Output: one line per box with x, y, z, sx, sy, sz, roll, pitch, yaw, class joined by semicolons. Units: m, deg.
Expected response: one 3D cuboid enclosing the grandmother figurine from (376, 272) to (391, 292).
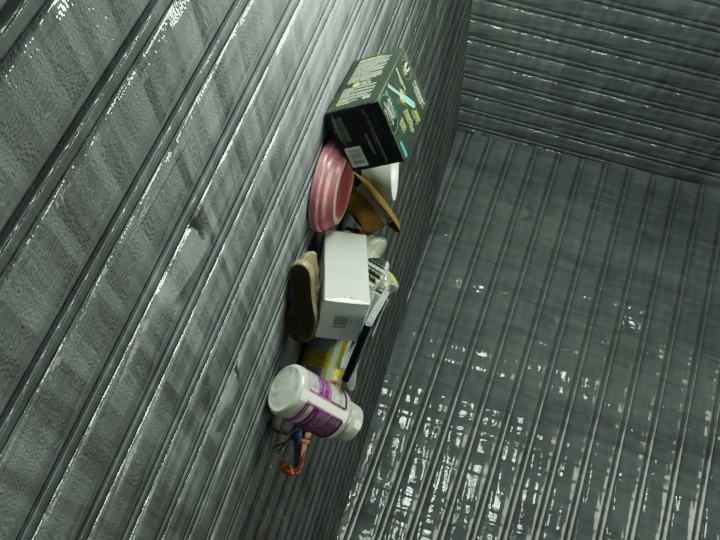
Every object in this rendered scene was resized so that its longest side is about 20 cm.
0.008;0.071;1.890;0.200;0.060;0.121;-48;-177;35;grandmother figurine

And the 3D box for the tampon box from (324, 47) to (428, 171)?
0.037;-0.330;1.560;0.151;0.125;0.201;61;36;-35;tampon box

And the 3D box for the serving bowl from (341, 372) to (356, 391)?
-0.062;0.219;2.003;0.200;0.065;0.203;-7;90;-80;serving bowl

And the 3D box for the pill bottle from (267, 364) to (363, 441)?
-0.089;0.286;1.601;0.199;0.112;0.113;36;61;-34;pill bottle

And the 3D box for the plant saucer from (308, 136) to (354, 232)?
-0.056;-0.177;1.603;0.200;0.050;0.203;14;90;-81;plant saucer

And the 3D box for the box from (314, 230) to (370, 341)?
-0.042;0.031;1.628;0.125;0.096;0.202;107;-15;-46;box

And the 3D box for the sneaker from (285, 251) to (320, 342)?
-0.107;0.055;1.564;0.076;0.070;0.202;-53;155;-53;sneaker

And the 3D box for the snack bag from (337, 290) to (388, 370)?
0.007;0.147;1.782;0.202;0.021;0.189;-66;167;-3;snack bag

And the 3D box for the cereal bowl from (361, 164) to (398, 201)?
0.048;-0.277;1.914;0.200;0.082;0.203;2;90;-81;cereal bowl

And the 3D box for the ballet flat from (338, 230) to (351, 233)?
-0.068;-0.004;1.769;0.072;0.071;0.202;-32;141;-76;ballet flat

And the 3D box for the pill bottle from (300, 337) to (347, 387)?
-0.079;0.198;1.822;0.109;0.108;0.202;80;26;-68;pill bottle

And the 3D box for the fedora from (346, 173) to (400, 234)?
0.016;-0.145;1.850;0.082;0.201;0.201;-40;166;-3;fedora

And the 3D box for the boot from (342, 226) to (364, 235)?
-0.045;-0.010;1.900;0.144;0.070;0.203;13;98;-69;boot

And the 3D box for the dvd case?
0.013;0.139;1.640;0.200;0.017;0.144;-55;168;-67;dvd case

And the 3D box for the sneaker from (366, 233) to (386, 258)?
0.000;0.000;1.837;0.200;0.081;0.077;-48;142;-2;sneaker

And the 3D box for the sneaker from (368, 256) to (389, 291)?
-0.007;0.050;1.763;0.200;0.075;0.081;-48;156;-19;sneaker

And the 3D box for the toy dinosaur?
-0.130;0.347;1.660;0.105;0.198;0.183;47;25;-61;toy dinosaur

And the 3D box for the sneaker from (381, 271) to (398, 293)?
0.035;-0.020;2.063;0.200;0.075;0.106;38;44;-38;sneaker
